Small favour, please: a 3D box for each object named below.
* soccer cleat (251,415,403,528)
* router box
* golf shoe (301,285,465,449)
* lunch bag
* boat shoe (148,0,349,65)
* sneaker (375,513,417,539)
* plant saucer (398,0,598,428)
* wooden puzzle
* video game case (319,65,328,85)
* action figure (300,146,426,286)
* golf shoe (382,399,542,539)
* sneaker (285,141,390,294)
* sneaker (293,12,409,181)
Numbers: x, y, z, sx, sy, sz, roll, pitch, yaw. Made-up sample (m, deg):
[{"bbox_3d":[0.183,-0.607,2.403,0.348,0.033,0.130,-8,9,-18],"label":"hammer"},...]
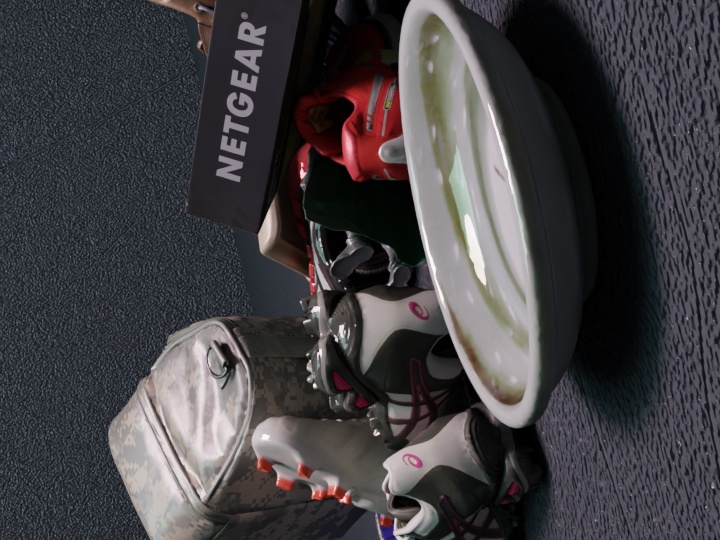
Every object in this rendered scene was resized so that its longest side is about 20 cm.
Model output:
[{"bbox_3d":[0.003,0.121,0.912,0.199,0.069,0.078,31,-112,-45],"label":"soccer cleat"},{"bbox_3d":[-0.052,-0.150,0.857,0.158,0.052,0.201,-71,-3,-49],"label":"router box"},{"bbox_3d":[0.038,0.059,0.829,0.200,0.087,0.078,35,-137,-66],"label":"golf shoe"},{"bbox_3d":[-0.055,0.103,0.984,0.168,0.199,0.140,-51,54,33],"label":"lunch bag"},{"bbox_3d":[-0.090,-0.186,0.995,0.073,0.199,0.072,-60,3,12],"label":"boat shoe"},{"bbox_3d":[0.045,0.189,1.038,0.200,0.069,0.100,-120,21,-61],"label":"sneaker"},{"bbox_3d":[0.067,-0.031,0.627,0.200,0.050,0.202,167,90,-81],"label":"plant saucer"},{"bbox_3d":[-0.070,-0.091,1.111,0.200,0.037,0.187,46,-144,-78],"label":"wooden puzzle"},{"bbox_3d":[-0.022,-0.118,1.169,0.201,0.025,0.182,89,166,-55],"label":"video game case"},{"bbox_3d":[0.000,-0.061,0.922,0.055,0.118,0.201,-48,29,26],"label":"action figure"},{"bbox_3d":[0.054,0.137,0.852,0.201,0.087,0.078,89,164,-60],"label":"golf shoe"},{"bbox_3d":[0.000,0.000,1.046,0.098,0.070,0.202,-132,24,-56],"label":"sneaker"},{"bbox_3d":[-0.003,-0.108,0.852,0.200,0.084,0.078,-122,21,-66],"label":"sneaker"}]
